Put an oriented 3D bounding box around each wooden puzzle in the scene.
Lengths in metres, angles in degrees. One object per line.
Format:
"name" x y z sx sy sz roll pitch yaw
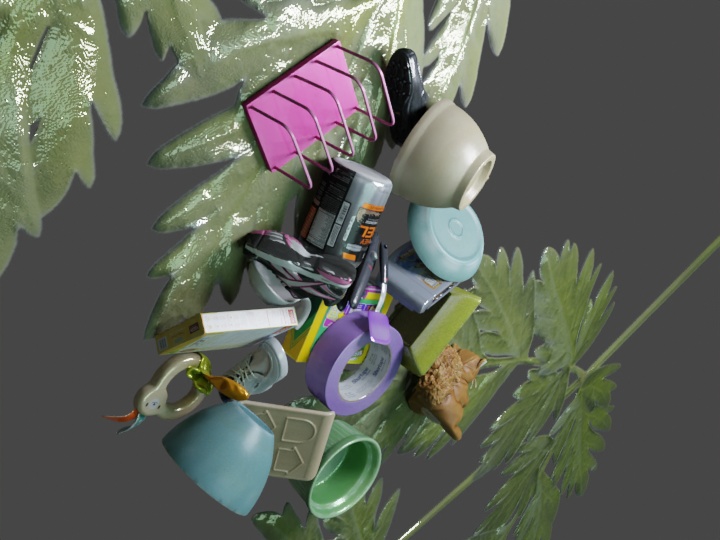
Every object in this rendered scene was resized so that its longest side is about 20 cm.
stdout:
"wooden puzzle" -0.163 0.322 1.727 0.198 0.046 0.186 7 124 -15

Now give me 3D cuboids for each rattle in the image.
"rattle" -0.310 0.236 1.508 0.199 0.143 0.131 -29 152 -37

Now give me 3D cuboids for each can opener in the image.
"can opener" 0.000 0.000 1.656 0.079 0.063 0.201 50 34 -25

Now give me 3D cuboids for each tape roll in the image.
"tape roll" -0.010 0.180 1.740 0.199 0.066 0.201 -27 135 -31

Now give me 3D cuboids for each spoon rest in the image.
"spoon rest" -0.139 0.040 1.590 0.060 0.100 0.200 -37 149 0

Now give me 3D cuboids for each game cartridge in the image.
"game cartridge" 0.125 0.000 1.781 0.200 0.133 0.042 -35 158 -43

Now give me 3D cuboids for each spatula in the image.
"spatula" 0.041 0.041 1.695 0.056 0.020 0.202 18 70 -40

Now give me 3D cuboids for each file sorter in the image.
"file sorter" -0.059 -0.247 1.442 0.200 0.125 0.140 -39 137 -19

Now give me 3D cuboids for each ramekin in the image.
"ramekin" -0.060 0.417 1.912 0.199 0.097 0.201 -26 132 -32

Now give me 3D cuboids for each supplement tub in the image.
"supplement tub" -0.033 -0.087 1.579 0.122 0.122 0.201 8 110 -48

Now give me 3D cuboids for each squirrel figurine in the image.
"squirrel figurine" 0.206 0.248 2.045 0.187 0.141 0.201 -49 143 -19

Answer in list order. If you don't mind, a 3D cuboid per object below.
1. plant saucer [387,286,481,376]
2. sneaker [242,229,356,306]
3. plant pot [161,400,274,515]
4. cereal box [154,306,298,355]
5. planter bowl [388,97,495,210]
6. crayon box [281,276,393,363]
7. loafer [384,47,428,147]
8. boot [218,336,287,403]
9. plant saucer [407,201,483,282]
"plant saucer" 0.125 0.099 1.831 0.048 0.199 0.200 42 83 -27
"sneaker" -0.113 0.006 1.519 0.080 0.199 0.087 -57 171 -59
"plant pot" -0.230 0.312 1.582 0.135 0.200 0.200 -48 140 -5
"cereal box" -0.224 0.101 1.510 0.199 0.143 0.040 -2 73 -46
"planter bowl" 0.162 -0.195 1.643 0.201 0.134 0.201 -51 165 -19
"crayon box" -0.041 0.093 1.744 0.199 0.058 0.174 9 110 -49
"loafer" 0.086 -0.311 1.597 0.070 0.068 0.201 -41 144 -30
"boot" -0.196 0.188 1.587 0.095 0.074 0.200 -25 163 -28
"plant saucer" 0.179 -0.078 1.770 0.199 0.036 0.202 16 63 -34
